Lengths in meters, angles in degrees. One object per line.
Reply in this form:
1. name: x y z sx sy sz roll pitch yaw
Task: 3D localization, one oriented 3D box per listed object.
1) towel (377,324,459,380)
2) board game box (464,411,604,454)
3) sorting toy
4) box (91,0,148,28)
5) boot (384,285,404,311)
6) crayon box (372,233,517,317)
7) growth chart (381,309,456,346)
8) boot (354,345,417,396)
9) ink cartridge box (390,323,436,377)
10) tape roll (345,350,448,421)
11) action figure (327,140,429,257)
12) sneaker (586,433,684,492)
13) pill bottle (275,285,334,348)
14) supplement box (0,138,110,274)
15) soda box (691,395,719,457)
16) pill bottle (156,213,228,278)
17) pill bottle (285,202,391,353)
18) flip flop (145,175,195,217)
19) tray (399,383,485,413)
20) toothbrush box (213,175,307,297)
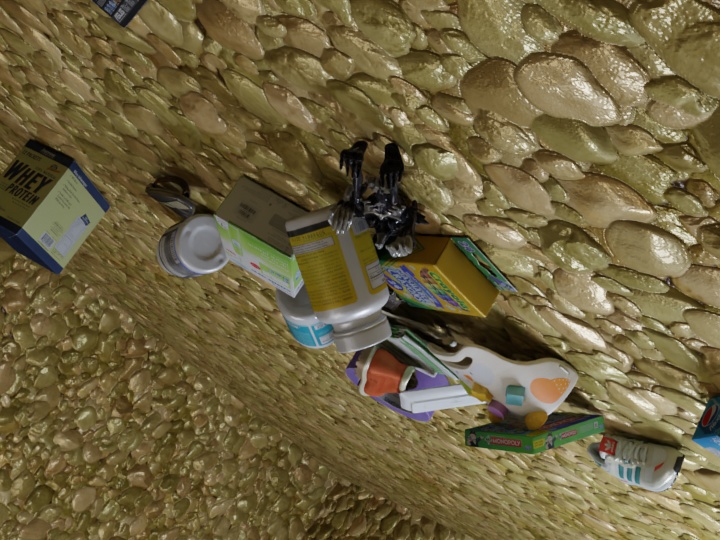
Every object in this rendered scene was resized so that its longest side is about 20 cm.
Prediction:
1. towel: 0.070 0.137 1.530 0.152 0.023 0.200 38 162 -26
2. board game box: 0.285 0.261 1.435 0.200 0.029 0.134 -4 179 -44
3. sorting toy: 0.199 0.160 1.387 0.180 0.107 0.200 34 162 -22
4. box: -0.285 -0.360 0.958 0.160 0.044 0.200 40 160 -20
5. boot: 0.000 0.000 1.410 0.174 0.069 0.200 26 165 2
6. crayon box: 0.107 0.006 1.251 0.126 0.052 0.200 43 158 -30
7. growth chart: 0.075 0.088 1.510 0.200 0.018 0.145 22 178 18
8. boot: 0.052 0.199 1.600 0.107 0.075 0.200 22 163 11
9. ink cartridge box: 0.065 0.113 1.592 0.162 0.057 0.200 25 158 20
10. tape roll: 0.074 0.220 1.801 0.200 0.085 0.200 29 161 11
11. action figure: 0.019 -0.075 1.109 0.119 0.102 0.200 14 156 16
12. sneaker: 0.445 0.311 1.454 0.093 0.070 0.200 28 165 -7
13. pill bottle: -0.089 0.078 1.657 0.111 0.111 0.200 26 161 17
14. supplement box: -0.693 -0.137 1.937 0.134 0.200 0.200 25 161 19
15. soda box: 0.534 0.238 1.129 0.200 0.068 0.064 32 161 1
16. pill bottle: -0.331 -0.044 1.732 0.114 0.114 0.200 38 161 -18
17. pill bottle: -0.024 0.008 1.236 0.111 0.111 0.200 -7 102 63
18. flip flop: -0.341 -0.143 1.598 0.081 0.058 0.200 35 177 -23
19. tray: 0.170 0.225 1.572 0.200 0.022 0.107 -8 156 1
20. toothbrush box: -0.152 -0.052 1.467 0.145 0.086 0.200 30 163 7
